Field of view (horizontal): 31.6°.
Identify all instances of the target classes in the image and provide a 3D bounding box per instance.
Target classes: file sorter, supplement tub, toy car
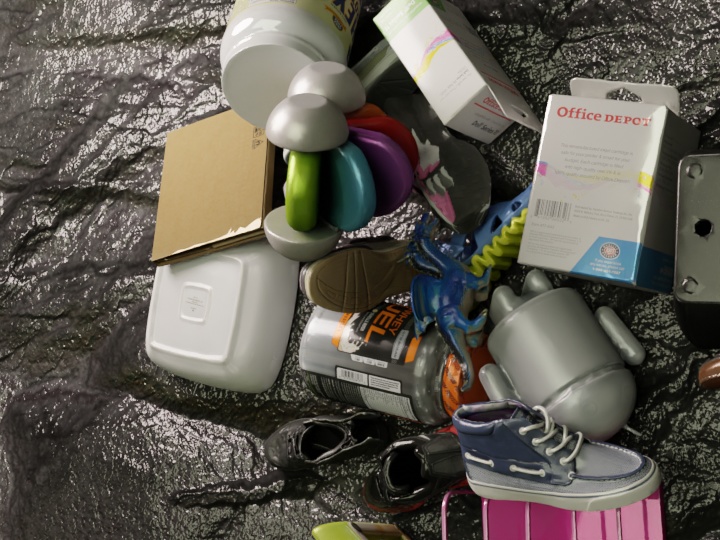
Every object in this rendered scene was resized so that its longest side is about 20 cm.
[{"bbox_3d":[0.194,0.286,1.286,0.199,0.125,0.140,-7,80,30],"label":"file sorter"},{"bbox_3d":[-0.080,-0.269,1.463,0.145,0.145,0.201,-19,40,28],"label":"supplement tub"},{"bbox_3d":[-0.015,-0.109,1.326,0.149,0.200,0.176,9,121,8],"label":"toy car"},{"bbox_3d":[0.043,0.099,1.402,0.199,0.122,0.123,10,89,31],"label":"supplement tub"}]

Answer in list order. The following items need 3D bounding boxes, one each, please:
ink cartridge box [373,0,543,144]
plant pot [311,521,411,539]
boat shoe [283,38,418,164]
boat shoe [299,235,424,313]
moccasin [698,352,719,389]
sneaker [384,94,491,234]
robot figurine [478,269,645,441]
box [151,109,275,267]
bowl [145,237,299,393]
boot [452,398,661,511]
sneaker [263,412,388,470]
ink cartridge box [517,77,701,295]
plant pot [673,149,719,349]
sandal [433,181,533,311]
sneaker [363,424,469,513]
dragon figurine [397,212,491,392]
[{"bbox_3d":[0.110,-0.212,1.402,0.067,0.117,0.200,-41,65,21],"label":"ink cartridge box"},{"bbox_3d":[0.003,0.382,1.354,0.199,0.200,0.182,43,98,28],"label":"plant pot"},{"bbox_3d":[-0.014,-0.196,1.506,0.202,0.074,0.065,-42,45,19],"label":"boat shoe"},{"bbox_3d":[0.000,0.000,1.403,0.065,0.200,0.072,12,109,41],"label":"boat shoe"},{"bbox_3d":[0.422,0.116,1.208,0.200,0.074,0.078,6,79,22],"label":"moccasin"},{"bbox_3d":[0.088,-0.108,1.416,0.080,0.087,0.200,-14,49,-9],"label":"sneaker"},{"bbox_3d":[0.207,0.098,1.309,0.169,0.113,0.200,-26,67,-8],"label":"robot figurine"},{"bbox_3d":[-0.179,-0.111,1.573,0.163,0.021,0.201,-16,55,25],"label":"box"},{"bbox_3d":[-0.182,0.044,1.573,0.199,0.075,0.201,11,90,30],"label":"bowl"},{"bbox_3d":[0.183,0.173,1.222,0.199,0.073,0.091,-5,118,30],"label":"boot"},{"bbox_3d":[-0.048,0.193,1.455,0.199,0.104,0.060,-13,78,29],"label":"sneaker"},{"bbox_3d":[0.258,-0.088,1.294,0.128,0.125,0.201,12,90,31],"label":"ink cartridge box"},{"bbox_3d":[0.385,-0.028,1.182,0.199,0.177,0.201,1,85,30],"label":"plant pot"},{"bbox_3d":[0.140,-0.042,1.391,0.200,0.079,0.087,-43,61,18],"label":"sandal"},{"bbox_3d":[0.048,0.220,1.373,0.200,0.098,0.071,-35,68,51],"label":"sneaker"},{"bbox_3d":[0.081,0.038,1.312,0.099,0.059,0.201,6,64,5],"label":"dragon figurine"}]
